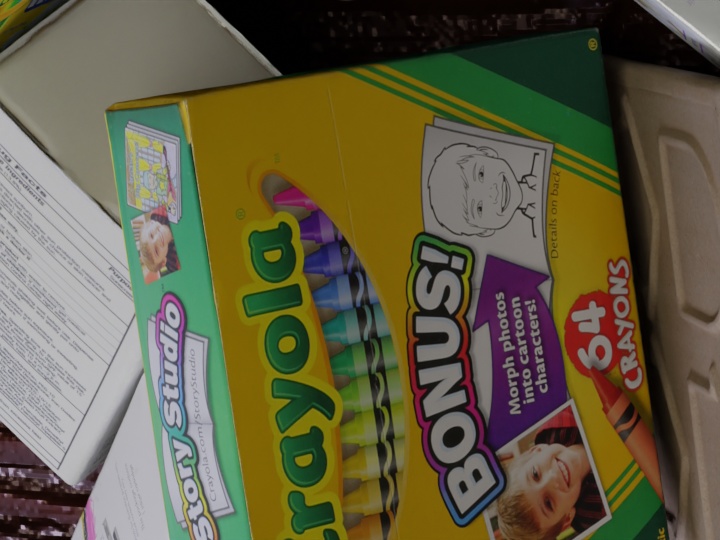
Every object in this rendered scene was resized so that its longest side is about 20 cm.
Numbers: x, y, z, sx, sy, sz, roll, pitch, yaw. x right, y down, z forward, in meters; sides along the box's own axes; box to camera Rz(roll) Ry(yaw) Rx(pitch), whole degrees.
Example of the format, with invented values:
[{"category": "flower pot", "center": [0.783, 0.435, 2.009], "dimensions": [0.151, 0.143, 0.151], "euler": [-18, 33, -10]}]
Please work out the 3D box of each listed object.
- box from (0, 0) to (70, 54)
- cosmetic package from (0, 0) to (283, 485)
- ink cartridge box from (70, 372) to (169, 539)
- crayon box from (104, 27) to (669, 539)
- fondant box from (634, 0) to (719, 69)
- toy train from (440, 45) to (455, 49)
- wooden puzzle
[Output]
[{"category": "box", "center": [-0.166, -0.100, 1.067], "dimensions": [0.122, 0.200, 0.193], "euler": [45, 119, 6]}, {"category": "cosmetic package", "center": [-0.092, -0.014, 1.075], "dimensions": [0.103, 0.087, 0.200], "euler": [45, 152, 5]}, {"category": "ink cartridge box", "center": [-0.047, 0.120, 1.107], "dimensions": [0.200, 0.116, 0.068], "euler": [116, 144, -43]}, {"category": "crayon box", "center": [0.013, 0.031, 0.981], "dimensions": [0.058, 0.172, 0.201], "euler": [-2, 99, 53]}, {"category": "fondant box", "center": [0.155, -0.128, 0.960], "dimensions": [0.200, 0.058, 0.145], "euler": [40, 92, 9]}, {"category": "toy train", "center": [0.000, 0.000, 1.038], "dimensions": [0.056, 0.200, 0.042], "euler": [38, 151, -2]}, {"category": "wooden puzzle", "center": [0.123, 0.021, 1.001], "dimensions": [0.046, 0.200, 0.187], "euler": [-10, 99, -14]}]
